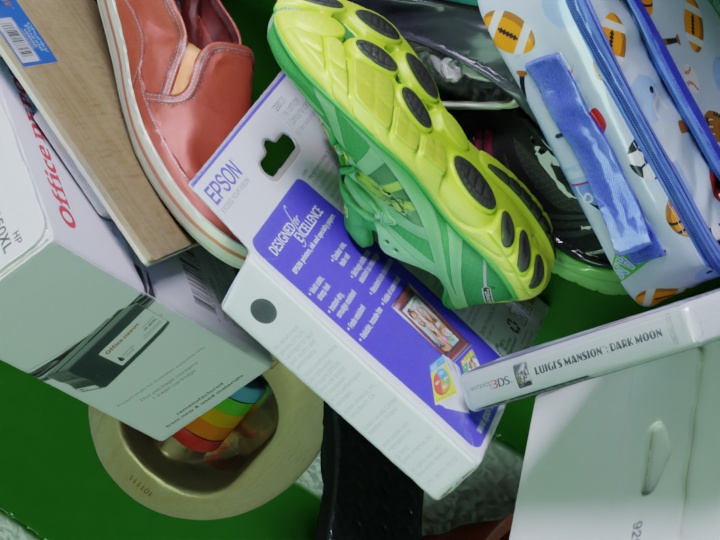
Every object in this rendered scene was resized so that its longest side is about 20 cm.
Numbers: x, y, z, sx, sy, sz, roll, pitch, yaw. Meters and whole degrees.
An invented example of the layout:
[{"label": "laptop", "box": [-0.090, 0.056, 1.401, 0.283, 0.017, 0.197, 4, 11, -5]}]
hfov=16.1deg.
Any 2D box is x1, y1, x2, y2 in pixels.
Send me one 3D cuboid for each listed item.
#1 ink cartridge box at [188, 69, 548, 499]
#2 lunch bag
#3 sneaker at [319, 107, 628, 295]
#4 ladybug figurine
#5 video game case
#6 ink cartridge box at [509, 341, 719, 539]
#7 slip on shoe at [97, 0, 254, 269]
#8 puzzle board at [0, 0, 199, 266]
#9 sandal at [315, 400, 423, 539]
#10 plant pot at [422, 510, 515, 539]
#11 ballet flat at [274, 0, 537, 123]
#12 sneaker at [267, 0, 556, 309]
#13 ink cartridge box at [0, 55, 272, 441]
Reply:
[{"label": "ink cartridge box", "box": [0.000, 0.000, 1.317, 0.200, 0.198, 0.043, 45, 116, -6]}, {"label": "lunch bag", "box": [0.140, -0.087, 1.222, 0.076, 0.160, 0.200, -20, 109, 33]}, {"label": "sneaker", "box": [0.075, -0.059, 1.334, 0.200, 0.077, 0.084, 22, 112, 4]}, {"label": "ladybug figurine", "box": [-0.076, 0.062, 1.468, 0.136, 0.072, 0.200, 42, 128, -4]}, {"label": "video game case", "box": [0.174, 0.018, 1.223, 0.182, 0.200, 0.023, -23, 86, 56]}, {"label": "ink cartridge box", "box": [0.192, 0.153, 1.318, 0.145, 0.147, 0.200, -22, 130, 36]}, {"label": "slip on shoe", "box": [-0.084, -0.094, 1.334, 0.061, 0.074, 0.200, -27, 70, 27]}, {"label": "puzzle board", "box": [-0.144, -0.094, 1.329, 0.017, 0.151, 0.200, -35, 88, 18]}, {"label": "sandal", "box": [0.004, 0.100, 1.393, 0.075, 0.200, 0.048, 21, 155, -20]}, {"label": "plant pot", "box": [0.025, 0.237, 1.468, 0.195, 0.201, 0.201, -5, 118, 36]}, {"label": "ballet flat", "box": [0.018, -0.121, 1.300, 0.200, 0.073, 0.073, 19, 126, 18]}, {"label": "sneaker", "box": [0.013, -0.050, 1.261, 0.084, 0.074, 0.200, -27, 114, 31]}, {"label": "ink cartridge box", "box": [-0.152, -0.015, 1.331, 0.084, 0.145, 0.200, -35, 145, 15]}]
